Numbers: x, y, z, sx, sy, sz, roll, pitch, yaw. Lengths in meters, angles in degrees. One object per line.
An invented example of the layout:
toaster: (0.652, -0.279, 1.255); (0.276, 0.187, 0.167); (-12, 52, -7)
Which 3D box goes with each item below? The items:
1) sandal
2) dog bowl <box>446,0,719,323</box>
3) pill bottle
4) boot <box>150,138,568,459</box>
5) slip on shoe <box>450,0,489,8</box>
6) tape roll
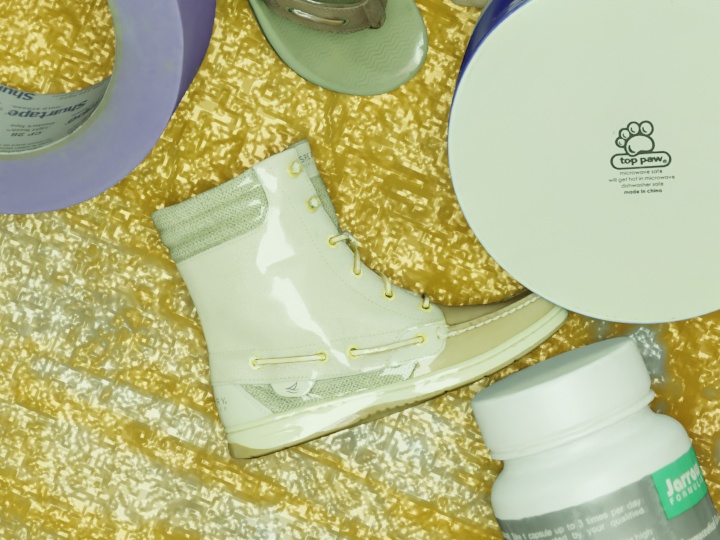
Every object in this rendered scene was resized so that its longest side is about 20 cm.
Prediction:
sandal: (-0.025, -0.158, 1.074); (0.080, 0.057, 0.201); (-46, 133, -6)
dog bowl: (0.146, -0.076, 1.072); (0.199, 0.079, 0.201); (5, 119, 9)
pill bottle: (0.137, 0.146, 1.101); (0.113, 0.113, 0.201); (-22, 93, -4)
boot: (0.000, 0.000, 1.113); (0.199, 0.072, 0.155); (-20, 89, -3)
slip on shoe: (0.144, -0.139, 1.120); (0.199, 0.076, 0.061); (22, 103, -5)
tape roll: (-0.178, -0.136, 1.048); (0.199, 0.085, 0.201); (3, 117, 7)
